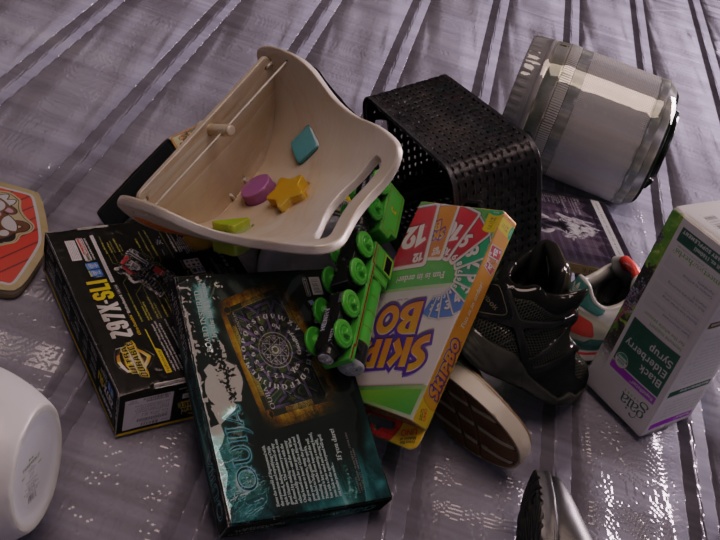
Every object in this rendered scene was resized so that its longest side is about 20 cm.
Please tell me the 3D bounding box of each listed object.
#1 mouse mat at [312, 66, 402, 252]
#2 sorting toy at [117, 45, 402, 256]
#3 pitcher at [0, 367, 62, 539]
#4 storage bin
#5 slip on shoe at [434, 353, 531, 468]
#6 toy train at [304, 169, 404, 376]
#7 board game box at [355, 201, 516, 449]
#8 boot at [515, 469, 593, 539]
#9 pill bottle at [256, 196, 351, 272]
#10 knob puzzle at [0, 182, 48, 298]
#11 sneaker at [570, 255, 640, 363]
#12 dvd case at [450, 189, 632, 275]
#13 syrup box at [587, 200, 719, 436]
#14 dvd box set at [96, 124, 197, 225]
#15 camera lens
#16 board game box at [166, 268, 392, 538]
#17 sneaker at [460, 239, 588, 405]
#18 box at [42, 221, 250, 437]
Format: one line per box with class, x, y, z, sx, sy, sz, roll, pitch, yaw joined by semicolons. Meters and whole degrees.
mouse mat;0.000;-0.107;0.969;0.007;0.163;0.201;-23;32;-4
sorting toy;-0.062;-0.074;0.798;0.178;0.108;0.201;17;58;37
pitcher;-0.294;0.103;0.630;0.196;0.123;0.172;6;20;4
storage bin;0.086;-0.089;0.939;0.092;0.137;0.200;-18;36;-17
slip on shoe;0.076;0.086;0.830;0.060;0.077;0.199;-31;49;-29
toy train;0.000;0.000;0.796;0.056;0.041;0.202;47;42;-35
board game box;0.048;0.039;0.788;0.095;0.203;0.030;10;-18;47
boot;0.216;0.234;0.697;0.196;0.066;0.166;10;45;-5
pill bottle;-0.047;-0.058;0.935;0.110;0.113;0.201;7;36;-13
knob puzzle;-0.364;-0.040;0.850;0.216;0.031;0.221;11;36;-8
sneaker;0.276;0.032;0.969;0.197;0.094;0.071;-6;41;-29
dvd case;0.193;-0.049;1.056;0.196;0.016;0.150;10;34;-10
syrup box;0.286;0.044;0.863;0.080;0.202;0.079;-9;42;-37
dvd box set;-0.149;-0.113;0.946;0.030;0.146;0.200;54;41;-1
camera lens;0.281;-0.185;1.201;0.197;0.162;0.160;22;36;7
board game box;-0.065;0.093;0.741;0.133;0.028;0.203;-2;59;-29
sneaker;0.165;0.048;0.838;0.198;0.115;0.076;28;18;-44
box;-0.163;0.035;0.818;0.158;0.050;0.201;-11;46;-31
